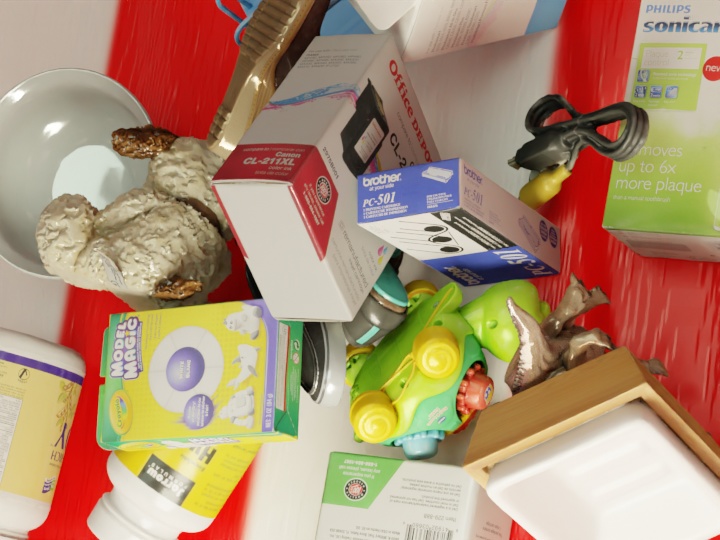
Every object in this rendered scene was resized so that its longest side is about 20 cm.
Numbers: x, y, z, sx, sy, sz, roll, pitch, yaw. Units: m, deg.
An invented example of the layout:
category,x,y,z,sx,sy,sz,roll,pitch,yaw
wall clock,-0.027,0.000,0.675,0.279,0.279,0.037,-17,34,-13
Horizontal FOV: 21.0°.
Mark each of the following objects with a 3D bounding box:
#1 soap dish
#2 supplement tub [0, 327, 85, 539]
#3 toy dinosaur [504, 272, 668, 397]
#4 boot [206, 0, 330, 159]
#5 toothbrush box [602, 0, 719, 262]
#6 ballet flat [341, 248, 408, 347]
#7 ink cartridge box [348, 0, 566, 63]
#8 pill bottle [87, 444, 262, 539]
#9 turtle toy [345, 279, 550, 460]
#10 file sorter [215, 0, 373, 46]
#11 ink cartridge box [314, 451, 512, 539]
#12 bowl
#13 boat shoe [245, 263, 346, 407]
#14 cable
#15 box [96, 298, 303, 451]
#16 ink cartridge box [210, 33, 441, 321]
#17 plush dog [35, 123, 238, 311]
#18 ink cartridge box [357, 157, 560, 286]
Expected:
category,x,y,z,sx,sy,sz,roll,pitch,yaw
soap dish,0.191,0.149,1.490,0.156,0.200,0.082,-27,46,21
supplement tub,-0.347,0.159,1.818,0.144,0.145,0.202,8,79,31
toy dinosaur,0.148,0.081,1.526,0.135,0.200,0.086,-39,64,17
boot,-0.029,-0.161,1.709,0.201,0.165,0.072,-62,32,17
toothbrush box,0.290,-0.114,1.572,0.144,0.086,0.202,6,77,31
ballet flat,0.000,0.000,1.673,0.069,0.068,0.201,-53,16,23
ink cartridge box,0.075,-0.275,1.659,0.129,0.199,0.126,52,142,29
pill bottle,-0.156,0.161,1.728,0.111,0.111,0.201,35,94,33
turtle toy,0.069,0.078,1.623,0.200,0.101,0.146,-45,18,12
file sorter,-0.063,-0.267,1.799,0.138,0.122,0.201,-37,61,15
ink cartridge box,0.035,0.261,1.603,0.145,0.084,0.202,4,77,31
bowl,-0.269,-0.086,1.868,0.199,0.090,0.203,-2,81,16
boat shoe,-0.061,0.046,1.691,0.201,0.066,0.070,-108,28,-49
cable,0.186,-0.110,1.605,0.199,0.050,0.098,-18,49,57
box,-0.146,0.090,1.651,0.198,0.048,0.119,-7,72,29
ink cartridge box,-0.022,-0.079,1.594,0.082,0.147,0.201,1,42,32
plush dog,-0.165,-0.042,1.746,0.160,0.199,0.173,-12,47,54
ink cartridge box,0.084,-0.037,1.597,0.093,0.200,0.045,-8,72,27
